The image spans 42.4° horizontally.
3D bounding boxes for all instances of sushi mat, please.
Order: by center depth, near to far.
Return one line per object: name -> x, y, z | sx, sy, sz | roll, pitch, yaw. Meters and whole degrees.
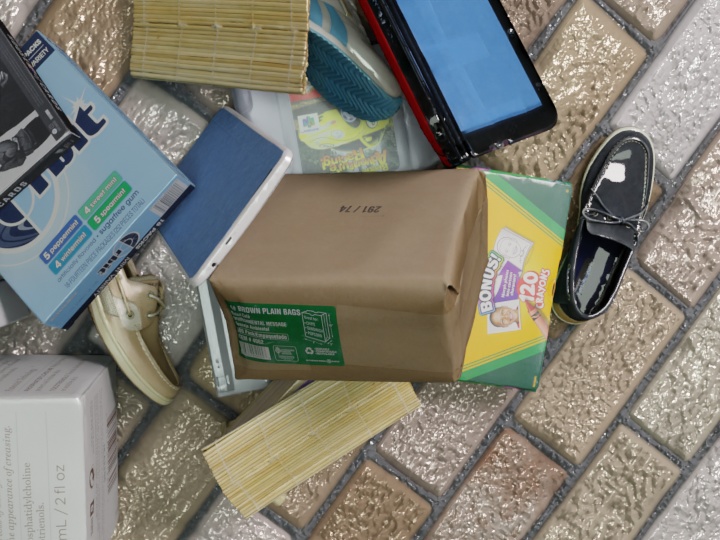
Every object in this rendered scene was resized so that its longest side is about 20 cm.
sushi mat -> -0.125, -0.209, 0.804 | 0.197, 0.012, 0.098 | 11, 101, 29
sushi mat -> -0.040, 0.141, 0.834 | 0.198, 0.012, 0.097 | -31, 129, -11

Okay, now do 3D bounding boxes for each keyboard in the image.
keyboard -> -0.130, 0.021, 0.900 | 0.055, 0.011, 0.204 | -11, 98, -11

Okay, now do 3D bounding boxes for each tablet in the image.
tablet -> -0.127, -0.070, 0.797 | 0.014, 0.200, 0.131 | 36, 92, -30

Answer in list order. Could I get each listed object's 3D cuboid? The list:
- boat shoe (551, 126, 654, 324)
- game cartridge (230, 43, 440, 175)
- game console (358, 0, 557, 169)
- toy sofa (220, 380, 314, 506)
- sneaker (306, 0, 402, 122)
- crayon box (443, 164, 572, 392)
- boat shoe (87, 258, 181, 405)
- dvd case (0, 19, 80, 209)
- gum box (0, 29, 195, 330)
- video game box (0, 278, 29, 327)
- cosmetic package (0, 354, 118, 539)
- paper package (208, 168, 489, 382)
boat shoe -> 0.243, -0.042, 0.909 | 0.073, 0.062, 0.203 | 20, 93, -7
game cartridge -> -0.017, -0.139, 0.881 | 0.196, 0.041, 0.136 | -12, 102, -5
game console -> 0.078, -0.206, 0.801 | 0.117, 0.172, 0.203 | -27, 79, 9
toy sofa -> -0.039, 0.121, 0.874 | 0.083, 0.098, 0.200 | 44, 90, -15
sneaker -> -0.029, -0.217, 0.823 | 0.081, 0.077, 0.200 | -39, 77, -24
crayon box -> 0.126, 0.006, 0.901 | 0.116, 0.058, 0.204 | 8, 96, -7
boat shoe -> -0.214, 0.028, 0.860 | 0.064, 0.072, 0.202 | -29, 94, -1
dvd case -> -0.356, -0.107, 0.802 | 0.199, 0.025, 0.151 | -39, 75, 5
gum box -> -0.271, -0.081, 0.814 | 0.170, 0.045, 0.200 | -46, 74, 1
video game box -> -0.394, 0.051, 0.776 | 0.179, 0.200, 0.048 | -16, 94, -5
cosmetic package -> -0.324, 0.172, 0.814 | 0.196, 0.166, 0.171 | -1, 97, -5
paper package -> 0.000, 0.000, 0.781 | 0.196, 0.192, 0.105 | 0, 122, 16
